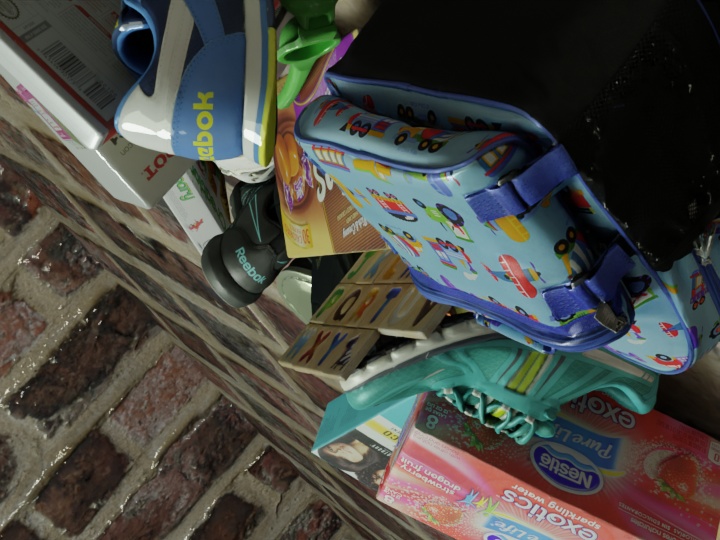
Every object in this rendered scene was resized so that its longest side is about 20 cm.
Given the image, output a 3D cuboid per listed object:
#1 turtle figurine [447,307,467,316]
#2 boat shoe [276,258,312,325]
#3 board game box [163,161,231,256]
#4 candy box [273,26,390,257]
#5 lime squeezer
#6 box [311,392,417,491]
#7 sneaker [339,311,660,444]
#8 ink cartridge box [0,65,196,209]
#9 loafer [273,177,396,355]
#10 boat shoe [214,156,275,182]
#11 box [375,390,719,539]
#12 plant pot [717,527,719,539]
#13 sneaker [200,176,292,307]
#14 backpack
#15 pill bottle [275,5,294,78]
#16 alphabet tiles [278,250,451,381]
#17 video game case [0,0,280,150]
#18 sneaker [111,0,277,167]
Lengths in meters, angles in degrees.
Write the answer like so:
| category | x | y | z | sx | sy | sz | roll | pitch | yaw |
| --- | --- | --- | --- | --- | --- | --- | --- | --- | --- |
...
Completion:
| category | x | y | z | sx | sy | sz | roll | pitch | yaw |
| --- | --- | --- | --- | --- | --- | --- | --- | --- | --- |
| turtle figurine | 0.081 | 0.015 | 0.826 | 0.199 | 0.065 | 0.162 | 37 | 165 | 23 |
| boat shoe | 0.032 | 0.035 | 0.927 | 0.199 | 0.061 | 0.072 | 26 | 145 | 2 |
| board game box | -0.164 | -0.112 | 1.063 | 0.201 | 0.034 | 0.128 | 66 | -170 | -59 |
| candy box | -0.002 | -0.070 | 0.712 | 0.200 | 0.055 | 0.119 | 180 | 82 | -72 |
| lime squeezer | -0.036 | -0.141 | 0.620 | 0.071 | 0.037 | 0.202 | 43 | 152 | 30 |
| box | 0.042 | 0.117 | 0.927 | 0.082 | 0.050 | 0.200 | 31 | 147 | -14 |
| sneaker | 0.086 | 0.061 | 0.688 | 0.077 | 0.196 | 0.081 | 150 | 113 | -78 |
| ink cartridge box | -0.177 | -0.166 | 0.845 | 0.201 | 0.145 | 0.084 | 51 | 162 | -29 |
| loafer | 0.000 | 0.000 | 0.854 | 0.073 | 0.071 | 0.203 | -49 | 51 | 51 |
| boat shoe | -0.086 | -0.104 | 0.944 | 0.069 | 0.071 | 0.200 | 48 | 175 | -24 |
| box | 0.122 | 0.131 | 0.761 | 0.197 | 0.095 | 0.103 | 26 | 141 | 2 |
| plant pot | 0.216 | 0.145 | 0.876 | 0.198 | 0.028 | 0.200 | 33 | 164 | 10 |
| sneaker | -0.068 | -0.040 | 0.979 | 0.076 | 0.079 | 0.201 | 47 | -157 | -17 |
| backpack | 0.092 | -0.032 | 0.520 | 0.182 | 0.135 | 0.200 | 25 | 161 | 53 |
| pill bottle | -0.141 | -0.171 | 0.738 | 0.199 | 0.113 | 0.112 | 35 | 168 | -14 |
| alphabet tiles | 0.029 | -0.004 | 0.700 | 0.008 | 0.168 | 0.200 | 42 | 167 | -14 |
| video game case | -0.134 | -0.166 | 0.648 | 0.143 | 0.200 | 0.017 | 43 | 137 | -2 |
| sneaker | -0.085 | -0.142 | 0.594 | 0.074 | 0.081 | 0.203 | 92 | 173 | -58 |
